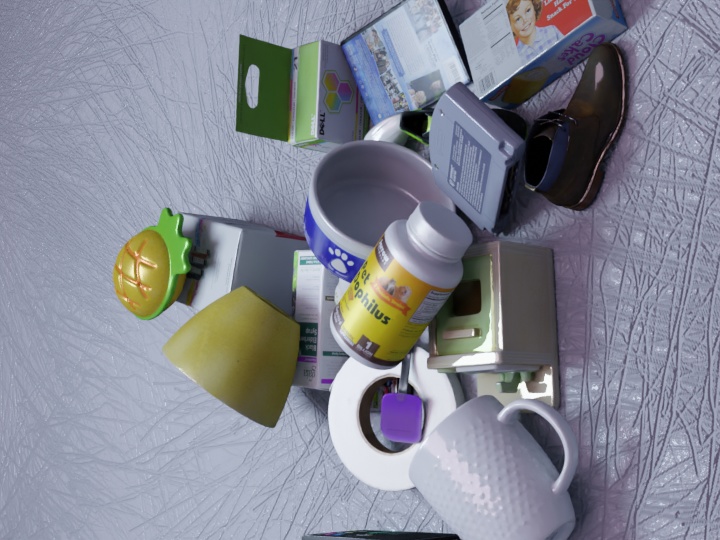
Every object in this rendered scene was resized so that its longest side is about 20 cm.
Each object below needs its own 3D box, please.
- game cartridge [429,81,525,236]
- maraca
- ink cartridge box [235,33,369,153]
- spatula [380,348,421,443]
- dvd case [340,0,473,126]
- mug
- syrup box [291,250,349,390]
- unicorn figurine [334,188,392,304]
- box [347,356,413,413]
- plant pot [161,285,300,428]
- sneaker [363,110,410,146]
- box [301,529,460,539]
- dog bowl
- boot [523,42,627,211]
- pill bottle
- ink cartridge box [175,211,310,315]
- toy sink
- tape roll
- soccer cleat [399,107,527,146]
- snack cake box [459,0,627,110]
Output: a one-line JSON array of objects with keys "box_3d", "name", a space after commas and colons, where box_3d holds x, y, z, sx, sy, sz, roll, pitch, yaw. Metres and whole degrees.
[{"box_3d": [0.140, -0.140, 1.365, 0.133, 0.041, 0.201, 43, 159, 20], "name": "game cartridge"}, {"box_3d": [-0.318, -0.008, 1.708, 0.200, 0.106, 0.139, -44, 62, 37], "name": "maraca"}, {"box_3d": [-0.082, -0.261, 1.615, 0.075, 0.198, 0.151, -2, 84, 48], "name": "ink cartridge box"}, {"box_3d": [0.059, 0.124, 1.456, 0.055, 0.021, 0.204, 3, 81, 8], "name": "spatula"}, {"box_3d": [0.063, -0.297, 1.550, 0.198, 0.017, 0.145, -22, 91, 46], "name": "dvd case"}, {"box_3d": [0.178, 0.243, 1.300, 0.176, 0.146, 0.202, 46, 118, 29], "name": "mug"}, {"box_3d": [-0.051, 0.074, 1.631, 0.078, 0.080, 0.204, -1, 84, 52], "name": "syrup box"}, {"box_3d": [0.000, 0.000, 1.528, 0.203, 0.073, 0.138, -66, 31, 24], "name": "unicorn figurine"}, {"box_3d": [0.029, 0.102, 1.570, 0.109, 0.034, 0.204, -5, 82, 49], "name": "box"}, {"box_3d": [-0.165, 0.109, 1.582, 0.199, 0.199, 0.143, 34, 89, 45], "name": "plant pot"}, {"box_3d": [0.028, -0.147, 1.586, 0.081, 0.070, 0.201, 55, 129, 19], "name": "sneaker"}, {"box_3d": [0.027, 0.427, 1.469, 0.198, 0.123, 0.152, -12, 76, 46], "name": "box"}, {"box_3d": [0.024, -0.075, 1.465, 0.202, 0.197, 0.079, 62, 152, 32], "name": "dog bowl"}, {"box_3d": [0.253, -0.174, 1.296, 0.074, 0.096, 0.204, 18, 100, 47], "name": "boot"}, {"box_3d": [0.052, 0.017, 1.336, 0.201, 0.108, 0.110, -56, 48, 28], "name": "pill bottle"}, {"box_3d": [-0.200, -0.004, 1.763, 0.198, 0.144, 0.148, 17, 98, 49], "name": "ink cartridge box"}, {"box_3d": [0.160, 0.075, 1.364, 0.129, 0.111, 0.204, -9, 79, 48], "name": "toy sink"}, {"box_3d": [0.047, 0.195, 1.489, 0.199, 0.037, 0.207, -4, 83, 29], "name": "tape roll"}, {"box_3d": [0.132, -0.183, 1.448, 0.198, 0.080, 0.069, 12, 95, 49], "name": "soccer cleat"}, {"box_3d": [0.222, -0.304, 1.369, 0.199, 0.066, 0.117, -32, 61, 42], "name": "snack cake box"}]
